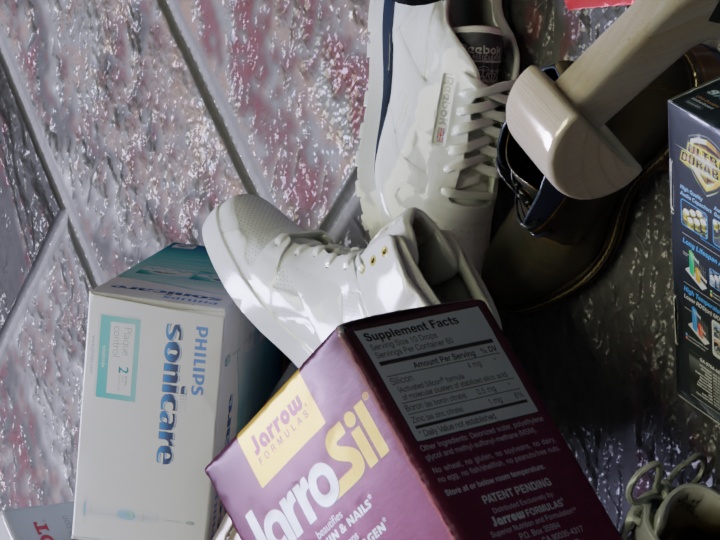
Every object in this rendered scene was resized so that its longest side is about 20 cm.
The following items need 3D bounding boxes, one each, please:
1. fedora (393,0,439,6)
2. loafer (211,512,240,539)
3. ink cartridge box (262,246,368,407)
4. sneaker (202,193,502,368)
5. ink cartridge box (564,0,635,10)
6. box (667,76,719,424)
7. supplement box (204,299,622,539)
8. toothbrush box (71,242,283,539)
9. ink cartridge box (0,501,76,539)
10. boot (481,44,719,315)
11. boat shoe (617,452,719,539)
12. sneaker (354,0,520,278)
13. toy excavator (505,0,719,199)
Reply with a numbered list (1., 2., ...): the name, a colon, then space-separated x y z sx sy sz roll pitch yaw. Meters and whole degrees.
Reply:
1. fedora: 0.042 -0.204 1.030 0.092 0.200 0.201 42 129 15
2. loafer: -0.051 0.173 1.103 0.200 0.076 0.068 -50 48 25
3. ink cartridge box: 0.008 0.094 1.162 0.201 0.067 0.117 -58 48 38
4. sneaker: 0.000 0.000 1.061 0.200 0.073 0.116 48 125 29
5. ink cartridge box: 0.150 -0.211 0.966 0.199 0.050 0.163 4 94 53
6. box: 0.209 0.024 0.844 0.200 0.046 0.160 37 143 49
7. supplement box: 0.037 0.134 0.926 0.131 0.103 0.201 -48 63 38
8. toothbrush box: -0.104 0.072 1.213 0.200 0.084 0.148 -52 -32 -77
9. ink cartridge box: -0.121 0.216 1.237 0.148 0.199 0.086 59 135 34
10. boot: 0.091 -0.046 1.011 0.200 0.096 0.075 -53 50 41
11. boat shoe: 0.152 0.123 0.917 0.087 0.074 0.202 62 154 -4
12. sneaker: 0.049 -0.079 1.093 0.080 0.076 0.202 -10 81 47
13. toy excavator: 0.171 -0.114 0.798 0.100 0.199 0.195 55 129 39
